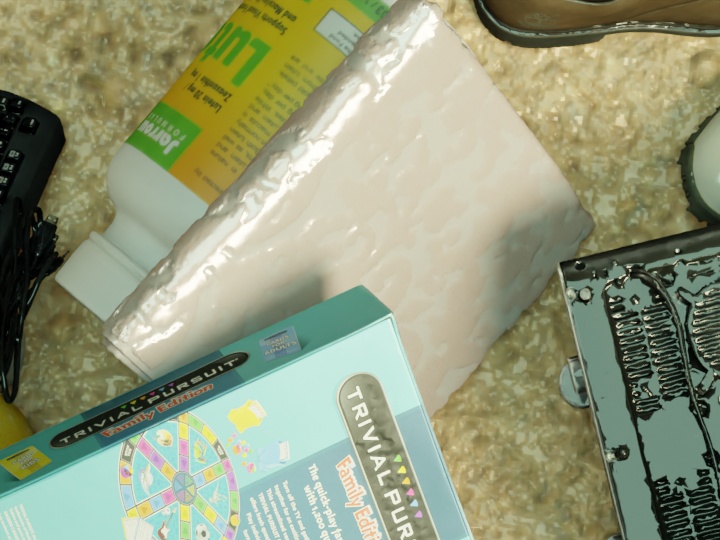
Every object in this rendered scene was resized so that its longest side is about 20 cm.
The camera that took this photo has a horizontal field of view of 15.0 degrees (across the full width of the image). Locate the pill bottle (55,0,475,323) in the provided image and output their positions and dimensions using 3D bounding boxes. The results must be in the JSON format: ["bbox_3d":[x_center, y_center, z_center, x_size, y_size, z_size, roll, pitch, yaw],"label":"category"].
[{"bbox_3d":[-0.045,-0.046,1.248,0.111,0.111,0.200,39,85,7],"label":"pill bottle"}]

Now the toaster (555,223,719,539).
[{"bbox_3d":[0.194,0.063,1.218,0.199,0.119,0.182,-14,82,1],"label":"toaster"}]

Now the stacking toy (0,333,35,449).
[{"bbox_3d":[-0.186,0.102,1.245,0.145,0.146,0.201,9,64,4],"label":"stacking toy"}]

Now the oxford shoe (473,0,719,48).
[{"bbox_3d":[0.152,-0.148,1.270,0.199,0.084,0.073,-14,80,-1],"label":"oxford shoe"}]

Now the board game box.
[{"bbox_3d":[-0.058,0.117,1.152,0.199,0.047,0.152,-24,112,-11],"label":"board game box"}]

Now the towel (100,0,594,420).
[{"bbox_3d":[0.000,0.000,1.213,0.200,0.191,0.032,-49,49,-4],"label":"towel"}]

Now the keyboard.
[{"bbox_3d":[-0.186,-0.011,1.242,0.103,0.040,0.201,16,54,3],"label":"keyboard"}]

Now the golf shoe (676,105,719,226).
[{"bbox_3d":[0.242,-0.072,1.253,0.199,0.088,0.078,-17,83,1],"label":"golf shoe"}]
